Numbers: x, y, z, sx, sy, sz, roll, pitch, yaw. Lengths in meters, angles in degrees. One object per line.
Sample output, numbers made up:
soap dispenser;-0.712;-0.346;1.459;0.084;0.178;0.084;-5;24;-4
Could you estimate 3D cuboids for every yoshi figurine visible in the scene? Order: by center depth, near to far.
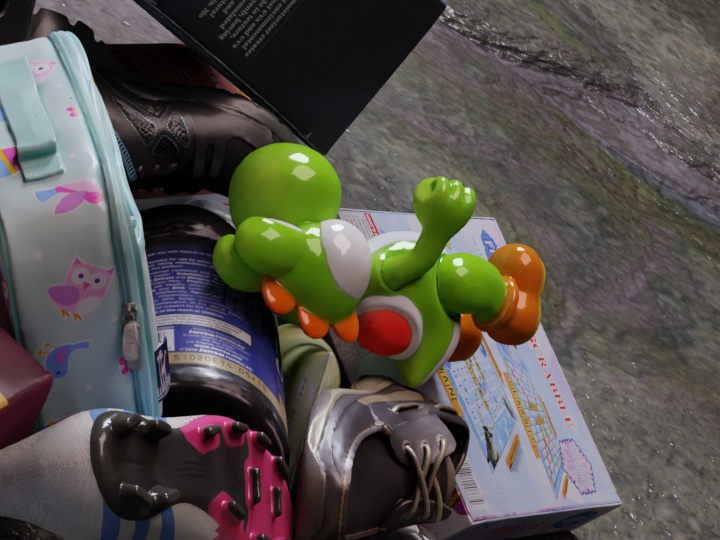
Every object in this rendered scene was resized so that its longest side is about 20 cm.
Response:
yoshi figurine;0.002;-0.015;1.623;0.199;0.113;0.112;16;17;-42

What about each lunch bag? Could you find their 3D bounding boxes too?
lunch bag;-0.148;-0.017;1.463;0.077;0.161;0.200;-10;35;-12

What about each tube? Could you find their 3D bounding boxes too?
tube;-0.033;0.066;1.652;0.200;0.052;0.058;-117;-178;-81

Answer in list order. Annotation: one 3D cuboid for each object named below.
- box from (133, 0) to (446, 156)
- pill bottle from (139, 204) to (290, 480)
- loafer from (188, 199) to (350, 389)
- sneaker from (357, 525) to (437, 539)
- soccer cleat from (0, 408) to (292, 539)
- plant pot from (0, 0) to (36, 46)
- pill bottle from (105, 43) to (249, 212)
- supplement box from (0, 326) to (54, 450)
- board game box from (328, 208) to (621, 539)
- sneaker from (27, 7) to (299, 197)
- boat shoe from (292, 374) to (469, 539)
box;-0.088;-0.197;1.697;0.200;0.123;0.198;41;0;40
pill bottle;-0.097;0.050;1.602;0.112;0.112;0.200;27;26;-19
loafer;-0.034;0.014;1.807;0.200;0.070;0.070;35;28;-25
sneaker;0.038;0.183;1.572;0.090;0.067;0.200;35;10;-16
soccer cleat;-0.103;0.103;1.424;0.200;0.086;0.070;26;55;-61
plant pot;-0.272;-0.161;1.571;0.199;0.201;0.177;12;2;-43
pill bottle;-0.155;-0.078;1.758;0.112;0.112;0.200;46;25;22
supplement box;-0.264;0.041;1.375;0.200;0.103;0.131;42;39;13
board game box;0.059;0.062;1.774;0.199;0.041;0.201;3;61;-60
sneaker;-0.121;-0.067;1.648;0.199;0.073;0.082;22;57;-19
boat shoe;0.015;0.097;1.565;0.073;0.075;0.200;8;14;12
